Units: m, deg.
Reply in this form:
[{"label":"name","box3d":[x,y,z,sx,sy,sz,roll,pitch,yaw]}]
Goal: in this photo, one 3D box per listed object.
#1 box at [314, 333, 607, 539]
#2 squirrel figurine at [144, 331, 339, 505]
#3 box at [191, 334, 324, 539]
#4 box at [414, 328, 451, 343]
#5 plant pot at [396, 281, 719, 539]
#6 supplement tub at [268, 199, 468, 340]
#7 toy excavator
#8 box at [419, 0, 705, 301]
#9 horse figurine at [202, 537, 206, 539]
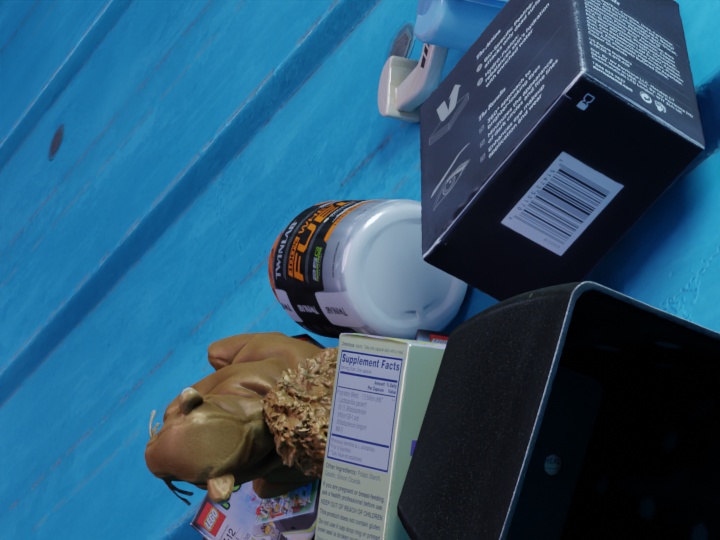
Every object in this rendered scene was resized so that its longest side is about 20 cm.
[{"label":"box","box3d":[0.069,0.153,1.511,0.097,0.175,0.201,6,89,60]},{"label":"squirrel figurine","box3d":[-0.075,0.119,1.779,0.199,0.186,0.142,-13,89,28]},{"label":"box","box3d":[-0.058,0.169,1.910,0.110,0.035,0.201,35,109,22]},{"label":"box","box3d":[0.039,0.157,1.709,0.110,0.035,0.201,-88,10,-52]},{"label":"plant pot","box3d":[0.135,0.123,1.388,0.177,0.199,0.200,7,78,60]},{"label":"supplement tub","box3d":[0.000,0.000,1.901,0.200,0.122,0.123,1,73,65]},{"label":"toy excavator","box3d":[0.075,-0.220,1.961,0.194,0.099,0.201,-143,66,-67]},{"label":"box","box3d":[0.144,-0.107,1.635,0.197,0.117,0.200,-49,24,32]},{"label":"horse figurine","box3d":[-0.127,0.313,2.018,0.201,0.050,0.133,-104,28,-43]}]
